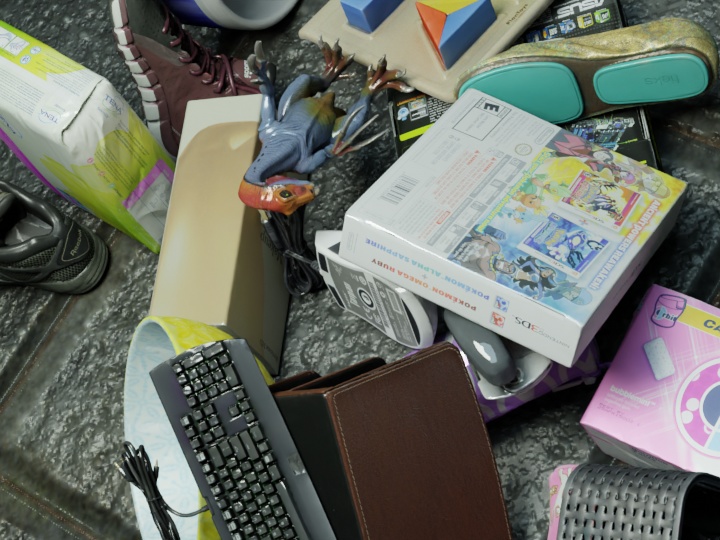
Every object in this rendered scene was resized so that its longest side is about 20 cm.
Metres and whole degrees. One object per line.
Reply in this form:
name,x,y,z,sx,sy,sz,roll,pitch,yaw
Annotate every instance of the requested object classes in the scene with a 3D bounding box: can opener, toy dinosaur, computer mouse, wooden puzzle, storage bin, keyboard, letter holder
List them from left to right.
keyboard,-0.093,0.154,1.288,0.127,0.021,0.201,-27,83,18
toy dinosaur,-0.035,-0.093,1.462,0.105,0.200,0.182,28,62,13
computer mouse,0.000,0.000,1.432,0.044,0.110,0.200,-37,39,-22
letter holder,0.018,0.162,1.335,0.100,0.142,0.201,-9,98,48
wooden puzzle,0.065,-0.232,1.546,0.199,0.046,0.185,26,65,42
can opener,0.076,0.006,1.355,0.053,0.067,0.201,-28,49,5
storage bin,0.190,0.230,1.210,0.093,0.135,0.202,-1,75,43

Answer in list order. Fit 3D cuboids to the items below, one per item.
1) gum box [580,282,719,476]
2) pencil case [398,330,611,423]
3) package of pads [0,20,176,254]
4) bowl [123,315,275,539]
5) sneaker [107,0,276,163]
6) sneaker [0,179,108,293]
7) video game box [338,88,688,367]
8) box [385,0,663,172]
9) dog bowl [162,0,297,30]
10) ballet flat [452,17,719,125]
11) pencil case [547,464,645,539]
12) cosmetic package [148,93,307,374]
gum box,0.258,0.099,1.319,0.199,0.066,0.114,23,76,30
pencil case,0.084,0.080,1.400,0.199,0.084,0.086,-28,85,9
package of pads,-0.228,-0.105,1.552,0.154,0.200,0.068,29,76,32
bowl,-0.097,0.129,1.413,0.107,0.201,0.201,-5,55,-21
sneaker,-0.129,-0.177,1.563,0.115,0.201,0.076,-6,44,10
sneaker,-0.320,-0.030,1.608,0.198,0.114,0.077,3,64,26
video game box,0.110,-0.036,1.348,0.181,0.047,0.200,24,41,18
box,0.125,-0.108,1.497,0.199,0.048,0.194,-17,62,13
dog bowl,-0.114,-0.302,1.605,0.078,0.200,0.201,6,67,29
ballet flat,0.170,-0.151,1.442,0.199,0.071,0.071,-6,62,18
pencil case,0.142,0.234,1.288,0.082,0.086,0.201,2,66,35
cosmetic package,-0.101,-0.026,1.517,0.071,0.105,0.201,-4,65,23
